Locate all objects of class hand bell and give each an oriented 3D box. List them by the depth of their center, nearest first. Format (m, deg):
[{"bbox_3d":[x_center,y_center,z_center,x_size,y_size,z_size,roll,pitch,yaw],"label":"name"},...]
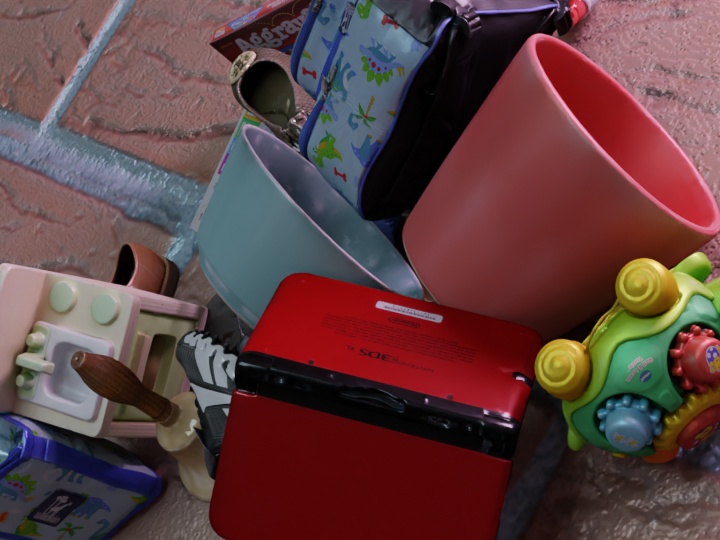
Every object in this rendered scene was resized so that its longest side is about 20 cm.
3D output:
[{"bbox_3d":[-0.177,0.118,1.236,0.103,0.200,0.105,-18,55,28],"label":"hand bell"}]

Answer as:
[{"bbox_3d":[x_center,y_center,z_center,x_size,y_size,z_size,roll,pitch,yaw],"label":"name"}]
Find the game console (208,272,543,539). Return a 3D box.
[{"bbox_3d":[0.013,0.111,1.009,0.198,0.119,0.173,13,37,10],"label":"game console"}]

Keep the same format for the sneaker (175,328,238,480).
[{"bbox_3d":[-0.100,0.112,1.103,0.200,0.066,0.091,30,83,48],"label":"sneaker"}]

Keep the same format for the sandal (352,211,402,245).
[{"bbox_3d":[0.000,0.000,1.265,0.087,0.080,0.201,29,79,21],"label":"sandal"}]

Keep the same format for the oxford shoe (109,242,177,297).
[{"bbox_3d":[-0.242,0.065,1.446,0.071,0.071,0.202,-16,54,34],"label":"oxford shoe"}]

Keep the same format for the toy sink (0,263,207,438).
[{"bbox_3d":[-0.239,0.077,1.292,0.111,0.200,0.132,13,88,25],"label":"toy sink"}]

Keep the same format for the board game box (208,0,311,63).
[{"bbox_3d":[-0.047,-0.243,1.448,0.199,0.103,0.020,-20,49,34],"label":"board game box"}]

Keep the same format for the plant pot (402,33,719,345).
[{"bbox_3d":[0.139,-0.045,1.076,0.177,0.200,0.201,-46,39,25],"label":"plant pot"}]

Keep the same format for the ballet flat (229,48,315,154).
[{"bbox_3d":[-0.081,-0.163,1.367,0.068,0.046,0.200,-54,41,14],"label":"ballet flat"}]

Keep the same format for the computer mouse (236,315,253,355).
[{"bbox_3d":[-0.097,0.049,1.295,0.034,0.059,0.201,-26,66,8],"label":"computer mouse"}]

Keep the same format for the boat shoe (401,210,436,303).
[{"bbox_3d":[0.066,-0.052,1.230,0.074,0.066,0.201,-21,50,32],"label":"boat shoe"}]

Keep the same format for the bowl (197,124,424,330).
[{"bbox_3d":[-0.054,-0.011,1.152,0.105,0.200,0.201,-45,40,12],"label":"bowl"}]

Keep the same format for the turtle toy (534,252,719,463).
[{"bbox_3d":[0.217,0.056,0.966,0.200,0.146,0.101,-45,62,11],"label":"turtle toy"}]

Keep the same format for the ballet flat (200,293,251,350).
[{"bbox_3d":[-0.086,0.022,1.350,0.200,0.046,0.068,-45,54,19],"label":"ballet flat"}]

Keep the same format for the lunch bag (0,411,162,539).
[{"bbox_3d":[-0.309,0.190,1.339,0.199,0.170,0.129,-13,63,37],"label":"lunch bag"}]

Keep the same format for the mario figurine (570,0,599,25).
[{"bbox_3d":[0.136,-0.223,1.245,0.105,0.123,0.202,19,91,31],"label":"mario figurine"}]

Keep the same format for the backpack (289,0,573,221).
[{"bbox_3d":[0.037,-0.153,1.128,0.147,0.182,0.201,42,125,24],"label":"backpack"}]

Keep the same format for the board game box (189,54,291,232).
[{"bbox_3d":[-0.083,-0.110,1.419,0.134,0.034,0.201,25,90,50],"label":"board game box"}]
